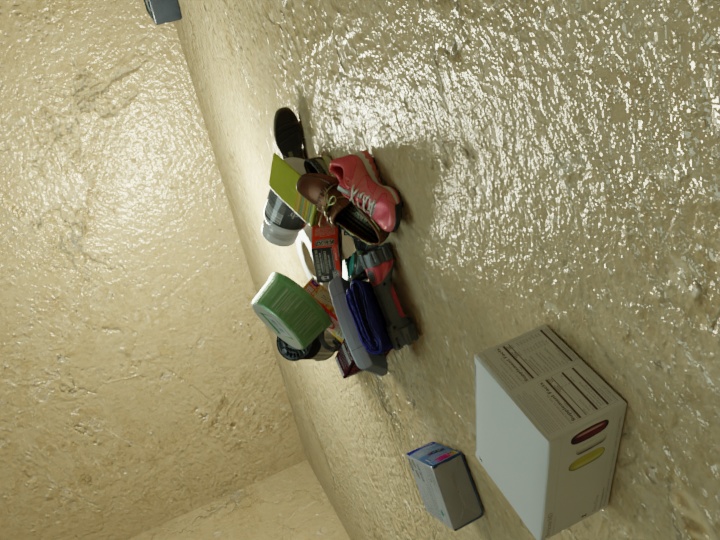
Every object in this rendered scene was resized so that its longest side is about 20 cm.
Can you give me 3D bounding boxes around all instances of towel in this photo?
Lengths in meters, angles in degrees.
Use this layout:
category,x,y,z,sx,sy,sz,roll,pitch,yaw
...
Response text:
category,x,y,z,sx,sy,sz,roll,pitch,yaw
towel,-0.146,-0.181,1.510,0.200,0.018,0.087,43,129,40
towel,0.024,0.095,1.381,0.200,0.049,0.149,9,-117,-76

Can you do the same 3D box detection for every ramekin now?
category,x,y,z,sx,sy,sz,roll,pitch,yaw
ramekin,-0.180,0.108,1.720,0.199,0.098,0.200,36,160,15

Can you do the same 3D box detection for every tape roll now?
category,x,y,z,sx,sy,sz,roll,pitch,yaw
tape roll,-0.107,-0.040,1.789,0.202,0.070,0.204,159,90,-75

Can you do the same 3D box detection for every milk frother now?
category,x,y,z,sx,sy,sz,roll,pitch,yaw
milk frother,-0.109,0.203,2.007,0.199,0.182,0.188,31,-174,23

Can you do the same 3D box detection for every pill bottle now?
category,x,y,z,sx,sy,sz,roll,pitch,yaw
pill bottle,-0.172,-0.164,1.661,0.116,0.115,0.201,59,138,35

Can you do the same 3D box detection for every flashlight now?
category,x,y,z,sx,sy,sz,roll,pitch,yaw
flashlight,0.061,0.049,1.344,0.068,0.067,0.201,-61,-51,-78

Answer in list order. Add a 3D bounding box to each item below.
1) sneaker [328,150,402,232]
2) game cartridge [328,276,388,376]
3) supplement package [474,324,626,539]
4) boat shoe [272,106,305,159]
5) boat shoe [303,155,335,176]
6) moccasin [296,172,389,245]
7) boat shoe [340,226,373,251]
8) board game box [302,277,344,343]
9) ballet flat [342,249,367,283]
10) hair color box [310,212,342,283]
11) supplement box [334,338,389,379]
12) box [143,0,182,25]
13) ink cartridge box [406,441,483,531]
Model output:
category,x,y,z,sx,sy,sz,roll,pitch,yaw
sneaker,0.004,-0.137,1.231,0.201,0.086,0.074,58,146,36
game cartridge,-0.006,0.114,1.392,0.133,0.041,0.201,29,-143,-62
supplement package,0.229,0.205,0.859,0.156,0.110,0.201,-128,23,-49
boat shoe,-0.178,-0.319,1.710,0.076,0.071,0.201,-105,6,-57
boat shoe,-0.075,-0.171,1.481,0.074,0.064,0.201,106,150,-44
moccasin,-0.037,-0.113,1.277,0.201,0.078,0.074,39,124,3
boat shoe,-0.009,-0.100,1.385,0.201,0.066,0.070,94,152,-56
board game box,-0.071,0.115,1.748,0.200,0.046,0.152,41,161,2
ballet flat,0.000,0.000,1.474,0.200,0.074,0.075,154,96,-79
hair color box,-0.074,-0.075,1.520,0.201,0.061,0.102,-92,-4,-49
supplement box,0.007,0.191,1.609,0.200,0.108,0.061,114,134,-67
box,-0.853,-1.174,2.871,0.197,0.123,0.201,52,156,44
ink cartridge box,0.167,0.442,1.428,0.200,0.076,0.138,157,94,-73
